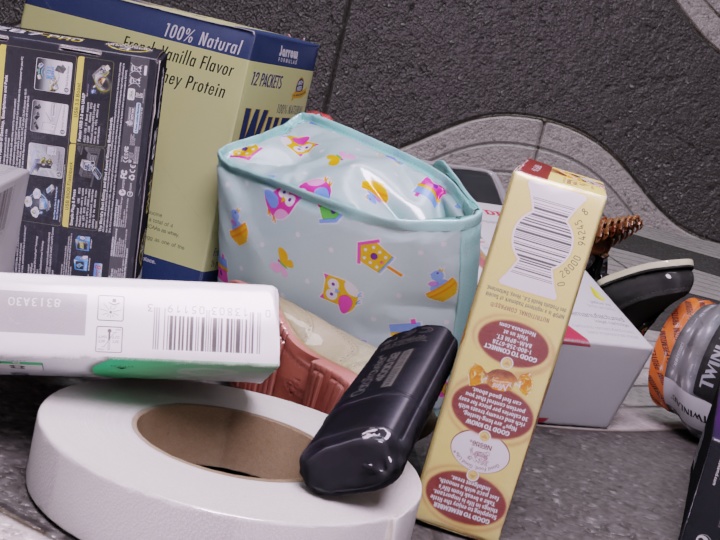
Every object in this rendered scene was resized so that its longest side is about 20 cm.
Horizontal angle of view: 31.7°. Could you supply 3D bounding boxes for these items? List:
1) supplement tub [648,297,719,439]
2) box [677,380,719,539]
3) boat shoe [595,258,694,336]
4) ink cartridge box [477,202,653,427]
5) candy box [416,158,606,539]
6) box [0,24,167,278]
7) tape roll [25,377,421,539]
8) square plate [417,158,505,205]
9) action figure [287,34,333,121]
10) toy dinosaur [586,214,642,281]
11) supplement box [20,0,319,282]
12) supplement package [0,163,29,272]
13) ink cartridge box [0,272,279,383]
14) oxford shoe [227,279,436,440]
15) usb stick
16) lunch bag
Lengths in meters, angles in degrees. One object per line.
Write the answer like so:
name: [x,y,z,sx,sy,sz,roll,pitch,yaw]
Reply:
supplement tub: [0.337,0.096,0.996,0.200,0.123,0.122,20,12,37]
box: [0.288,0.140,0.816,0.141,0.079,0.200,19,11,14]
boat shoe: [0.218,0.041,1.067,0.073,0.063,0.201,0,-20,-23]
ink cartridge box: [0.115,0.028,1.020,0.145,0.084,0.200,6,31,-30]
candy box: [0.087,0.041,0.727,0.055,0.201,0.115,18,10,8]
box: [-0.220,-0.058,0.844,0.160,0.201,0.049,7,17,-5]
tape roll: [-0.068,0.104,0.649,0.202,0.037,0.203,13,9,-2]
square plate: [0.100,-0.031,1.232,0.028,0.199,0.200,-39,31,-24]
action figure: [-0.105,-0.173,1.091,0.199,0.099,0.065,23,17,15]
toy dinosaur: [0.213,0.007,1.270,0.102,0.136,0.200,-2,-31,-5]
supplement box: [-0.164,-0.108,1.009,0.199,0.201,0.134,16,10,17]
supplement package: [-0.319,-0.020,0.762,0.199,0.120,0.121,12,11,-5]
ink cartridge box: [-0.138,0.046,0.722,0.160,0.050,0.200,3,-15,-12]
oxford shoe: [-0.030,0.065,0.829,0.074,0.071,0.200,2,25,-38]
usb stick: [0.015,0.070,0.677,0.055,0.033,0.200,-18,9,15]
lunch bag: [0.000,0.000,0.904,0.199,0.171,0.122,22,34,29]
